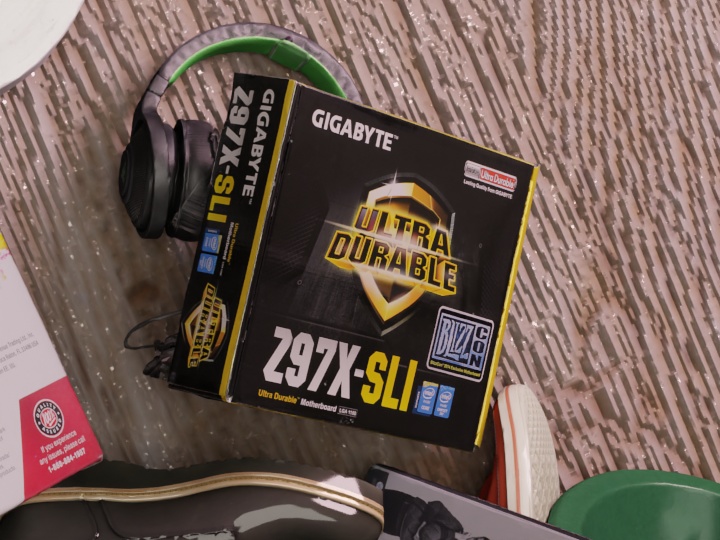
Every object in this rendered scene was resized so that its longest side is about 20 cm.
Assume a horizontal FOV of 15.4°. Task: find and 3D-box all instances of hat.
[{"bbox_3d":[0.174,0.230,1.421,0.200,0.166,0.176,29,122,27],"label":"hat"}]

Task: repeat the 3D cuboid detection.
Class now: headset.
[{"bbox_3d":[-0.067,-0.036,1.372,0.123,0.094,0.200,25,74,-9],"label":"headset"}]

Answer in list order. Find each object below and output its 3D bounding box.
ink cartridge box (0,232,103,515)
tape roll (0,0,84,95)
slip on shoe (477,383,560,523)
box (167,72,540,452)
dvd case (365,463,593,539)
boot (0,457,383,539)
[{"bbox_3d":[-0.251,0.042,1.280,0.144,0.145,0.200,-23,92,31],"label":"ink cartridge box"},{"bbox_3d":[-0.233,-0.177,1.353,0.202,0.071,0.203,0,90,-11],"label":"tape roll"},{"bbox_3d":[0.070,0.159,1.411,0.061,0.074,0.201,3,83,18],"label":"slip on shoe"},{"bbox_3d":[0.000,0.000,1.353,0.200,0.049,0.160,16,87,-48],"label":"box"},{"bbox_3d":[0.066,0.197,1.353,0.025,0.200,0.151,14,92,-53],"label":"dvd case"},{"bbox_3d":[-0.087,0.171,1.348,0.199,0.078,0.139,-1,58,0],"label":"boot"}]
